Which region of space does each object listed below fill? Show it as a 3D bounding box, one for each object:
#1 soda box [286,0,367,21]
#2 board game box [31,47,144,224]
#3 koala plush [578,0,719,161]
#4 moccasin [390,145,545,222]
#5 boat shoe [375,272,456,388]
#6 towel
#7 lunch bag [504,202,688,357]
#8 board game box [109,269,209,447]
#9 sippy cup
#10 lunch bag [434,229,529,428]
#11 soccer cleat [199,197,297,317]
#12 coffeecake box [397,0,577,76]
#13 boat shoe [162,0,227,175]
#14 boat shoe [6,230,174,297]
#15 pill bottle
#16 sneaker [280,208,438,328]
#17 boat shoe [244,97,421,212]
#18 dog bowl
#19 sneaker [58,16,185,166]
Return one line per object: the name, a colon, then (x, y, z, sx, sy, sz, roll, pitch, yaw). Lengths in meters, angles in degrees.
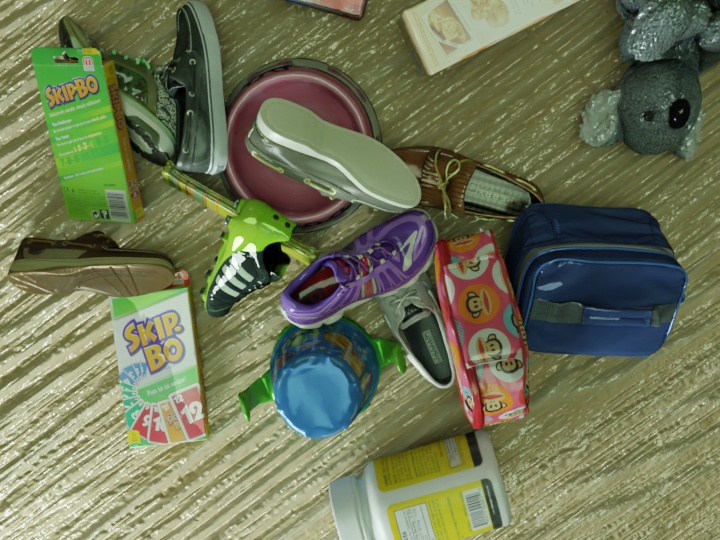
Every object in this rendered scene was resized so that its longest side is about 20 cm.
soda box: (-0.084, -0.339, 1.179, 0.197, 0.063, 0.071, 15, 98, -3)
board game box: (-0.303, -0.151, 1.175, 0.094, 0.030, 0.203, 6, 121, 23)
koala plush: (0.340, -0.219, 1.171, 0.175, 0.184, 0.203, 2, 119, -13)
moccasin: (0.113, -0.093, 1.203, 0.199, 0.078, 0.075, 19, 96, -7)
boat shoe: (0.062, 0.045, 1.232, 0.073, 0.065, 0.201, -32, 97, 4)
towel: (-0.136, -0.063, 1.207, 0.198, 0.086, 0.018, 31, 84, -5)
lunch bag: (0.264, 0.019, 1.172, 0.197, 0.133, 0.137, 2, 126, -6)
board game box: (-0.238, 0.105, 1.251, 0.094, 0.030, 0.203, -6, 95, 0)
sippy cup: (-0.044, 0.127, 1.207, 0.139, 0.130, 0.179, 36, 98, -4)
lunch bag: (0.137, 0.069, 1.177, 0.081, 0.176, 0.203, -12, 71, 4)
soccer cleat: (-0.126, 0.000, 1.177, 0.080, 0.068, 0.201, 26, 141, -2)
coffeecake box: (0.145, -0.287, 1.143, 0.198, 0.154, 0.074, -26, 98, 3)
boat shoe: (-0.187, -0.205, 1.167, 0.056, 0.069, 0.203, -3, 77, -27)
boat shoe: (-0.306, -0.016, 1.214, 0.197, 0.072, 0.073, -2, 59, 13)
pill bottle: (0.069, 0.268, 1.240, 0.197, 0.114, 0.116, -16, 98, 2)
sneaker: (0.000, 0.000, 1.173, 0.199, 0.083, 0.081, -34, 78, -3)
boat shoe: (-0.029, -0.114, 1.139, 0.200, 0.073, 0.060, 26, 138, -16)
dog bowl: (-0.072, -0.140, 1.202, 0.197, 0.074, 0.204, 0, 98, -1)
sneaker: (-0.263, -0.215, 1.205, 0.200, 0.077, 0.089, 49, 64, -5)
